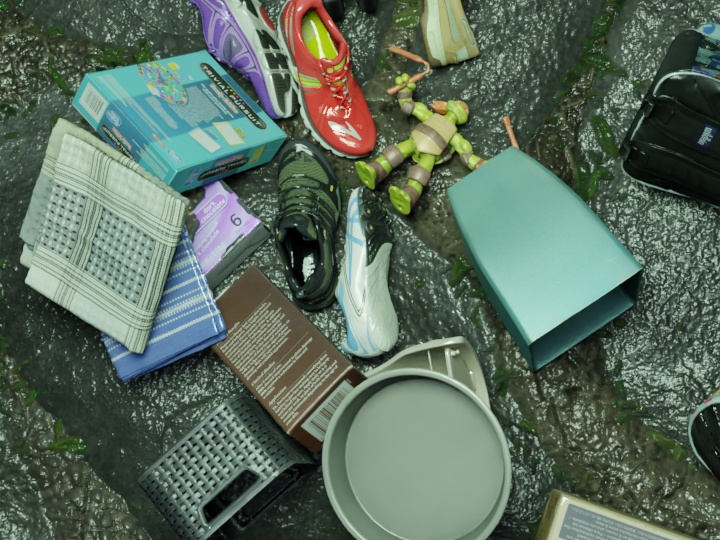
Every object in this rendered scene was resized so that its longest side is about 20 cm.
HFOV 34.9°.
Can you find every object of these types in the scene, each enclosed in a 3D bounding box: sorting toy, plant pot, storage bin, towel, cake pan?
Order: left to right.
[{"bbox_3d":[-0.285,-0.037,1.235,0.200,0.034,0.193,32,116,22],"label":"towel"},{"bbox_3d":[-0.240,0.007,1.271,0.144,0.024,0.201,-25,82,16],"label":"towel"},{"bbox_3d":[-0.134,0.212,1.205,0.135,0.200,0.094,-41,79,-2],"label":"storage bin"},{"bbox_3d":[0.050,0.180,1.249,0.179,0.107,0.201,-10,89,17],"label":"sorting toy"},{"bbox_3d":[0.059,0.198,1.172,0.199,0.037,0.201,1,92,18],"label":"cake pan"},{"bbox_3d":[0.188,-0.023,1.247,0.141,0.141,0.200,-33,71,0],"label":"plant pot"}]

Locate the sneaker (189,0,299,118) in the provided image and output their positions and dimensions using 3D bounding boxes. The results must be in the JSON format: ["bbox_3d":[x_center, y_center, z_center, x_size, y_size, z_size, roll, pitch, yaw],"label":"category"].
[{"bbox_3d":[-0.137,-0.263,1.366,0.083,0.081,0.201,-33,79,26],"label":"sneaker"}]

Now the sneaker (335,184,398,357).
[{"bbox_3d":[0.000,0.000,1.299,0.072,0.072,0.201,-14,70,32],"label":"sneaker"}]

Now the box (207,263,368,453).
[{"bbox_3d":[-0.085,0.094,1.248,0.100,0.075,0.200,-45,54,-2],"label":"box"}]

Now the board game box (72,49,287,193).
[{"bbox_3d":[-0.199,-0.168,1.288,0.151,0.200,0.047,47,125,11],"label":"board game box"}]

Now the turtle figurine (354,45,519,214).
[{"bbox_3d":[0.069,-0.151,1.315,0.200,0.064,0.161,44,73,5],"label":"turtle figurine"}]

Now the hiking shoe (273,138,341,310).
[{"bbox_3d":[-0.059,-0.060,1.296,0.075,0.101,0.201,-8,79,4],"label":"hiking shoe"}]

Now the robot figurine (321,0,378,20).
[{"bbox_3d":[-0.033,-0.399,1.344,0.150,0.125,0.201,-6,77,-36],"label":"robot figurine"}]

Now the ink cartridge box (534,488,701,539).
[{"bbox_3d":[0.263,0.281,1.151,0.164,0.200,0.075,19,83,10],"label":"ink cartridge box"}]

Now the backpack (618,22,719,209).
[{"bbox_3d":[0.399,-0.152,1.222,0.199,0.178,0.151,26,54,9],"label":"backpack"}]

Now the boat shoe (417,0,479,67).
[{"bbox_3d":[0.098,-0.338,1.315,0.076,0.072,0.201,-9,114,8],"label":"boat shoe"}]

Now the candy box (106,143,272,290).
[{"bbox_3d":[-0.233,-0.062,1.330,0.168,0.072,0.200,-44,79,-1],"label":"candy box"}]

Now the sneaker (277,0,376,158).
[{"bbox_3d":[-0.037,-0.221,1.311,0.077,0.085,0.201,-29,98,-17],"label":"sneaker"}]

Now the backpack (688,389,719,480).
[{"bbox_3d":[0.439,0.185,1.156,0.150,0.178,0.200,-41,76,-22],"label":"backpack"}]
